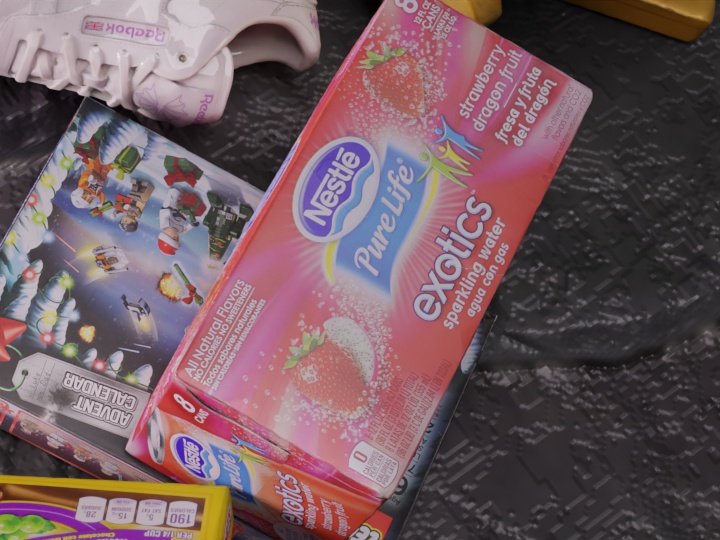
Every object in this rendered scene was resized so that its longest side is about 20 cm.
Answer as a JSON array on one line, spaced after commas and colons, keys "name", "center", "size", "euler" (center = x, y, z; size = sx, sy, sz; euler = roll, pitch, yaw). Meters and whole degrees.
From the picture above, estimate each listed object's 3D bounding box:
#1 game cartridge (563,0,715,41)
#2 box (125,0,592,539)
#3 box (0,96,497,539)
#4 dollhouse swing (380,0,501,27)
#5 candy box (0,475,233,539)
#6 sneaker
[{"name": "game cartridge", "center": [0.102, -0.225, 1.108], "size": [0.176, 0.032, 0.200], "euler": [17, 65, -10]}, {"name": "box", "center": [0.000, 0.000, 0.905], "size": [0.095, 0.100, 0.200], "euler": [30, 64, -4]}, {"name": "box", "center": [-0.059, 0.034, 0.952], "size": [0.200, 0.040, 0.137], "euler": [27, 65, -5]}, {"name": "dollhouse swing", "center": [0.096, -0.214, 0.993], "size": [0.200, 0.176, 0.182], "euler": [-31, 82, -22]}, {"name": "candy box", "center": [-0.151, 0.118, 0.847], "size": [0.200, 0.026, 0.102], "euler": [2, 45, 2]}, {"name": "sneaker", "center": [-0.107, -0.105, 0.972], "size": [0.200, 0.075, 0.100], "euler": [-15, 73, -22]}]
